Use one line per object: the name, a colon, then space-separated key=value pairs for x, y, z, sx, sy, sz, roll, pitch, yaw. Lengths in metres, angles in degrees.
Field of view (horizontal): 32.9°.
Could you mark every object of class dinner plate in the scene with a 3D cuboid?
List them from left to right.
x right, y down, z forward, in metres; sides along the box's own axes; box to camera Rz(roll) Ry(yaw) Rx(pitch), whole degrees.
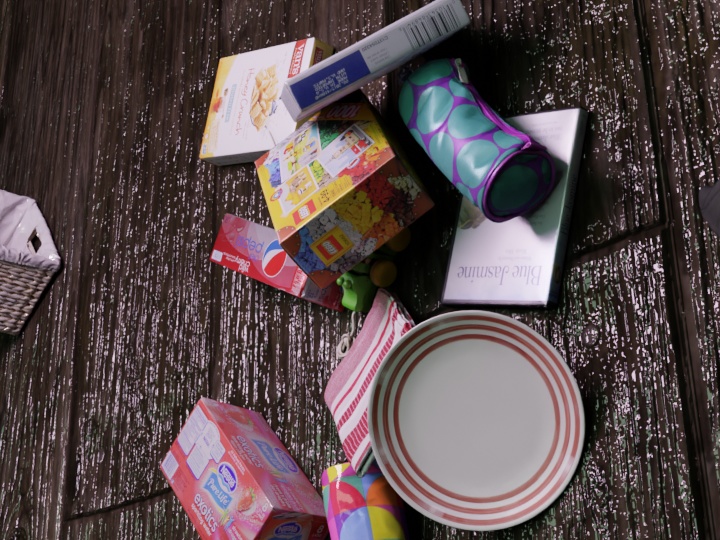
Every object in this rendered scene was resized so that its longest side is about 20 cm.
dinner plate: x=0.104 y=0.135 z=1.105 sx=0.199 sy=0.024 sz=0.201 roll=1 pitch=96 yaw=14

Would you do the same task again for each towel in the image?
towel: x=0.012 y=0.107 z=1.229 sx=0.145 sy=0.023 sz=0.200 roll=-62 pitch=15 yaw=9

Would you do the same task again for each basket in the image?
basket: x=-0.609 y=-0.027 z=1.915 sx=0.161 sy=0.199 sz=0.198 roll=-57 pitch=41 yaw=18

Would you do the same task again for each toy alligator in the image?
toy alligator: x=0.000 y=0.000 z=1.323 sx=0.059 sy=0.054 sz=0.201 roll=25 pitch=94 yaw=50

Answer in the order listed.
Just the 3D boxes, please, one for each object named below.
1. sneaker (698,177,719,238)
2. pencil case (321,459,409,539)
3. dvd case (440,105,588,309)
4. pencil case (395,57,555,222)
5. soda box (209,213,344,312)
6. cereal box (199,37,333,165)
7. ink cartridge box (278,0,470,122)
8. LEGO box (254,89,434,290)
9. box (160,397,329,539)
sneaker: x=0.342 y=-0.105 z=0.969 sx=0.200 sy=0.076 sz=0.091 roll=-50 pitch=35 yaw=18
pencil case: x=0.014 y=0.279 z=1.177 sx=0.088 sy=0.088 sz=0.201 roll=-35 pitch=49 yaw=34
dvd case: x=0.150 y=-0.060 z=1.206 sx=0.142 sy=0.018 sz=0.201 roll=-1 pitch=74 yaw=48
pencil case: x=0.111 y=-0.134 z=1.202 sx=0.200 sy=0.085 sz=0.093 roll=55 pitch=130 yaw=45
soda box: x=-0.091 y=-0.011 z=1.418 sx=0.200 sy=0.070 sz=0.064 roll=21 pitch=90 yaw=51
cereal box: x=-0.123 y=-0.213 z=1.561 sx=0.199 sy=0.039 sz=0.145 roll=-2 pitch=74 yaw=48
ink cartridge box: x=0.009 y=-0.221 z=1.296 sx=0.196 sy=0.043 sz=0.200 roll=-29 pitch=5 yaw=-3
LEGO box: x=-0.023 y=-0.093 z=1.299 sx=0.149 sy=0.077 sz=0.200 roll=-37 pitch=30 yaw=8
box: x=-0.126 y=0.242 z=1.337 sx=0.103 sy=0.094 sz=0.200 roll=-59 pitch=41 yaw=13
